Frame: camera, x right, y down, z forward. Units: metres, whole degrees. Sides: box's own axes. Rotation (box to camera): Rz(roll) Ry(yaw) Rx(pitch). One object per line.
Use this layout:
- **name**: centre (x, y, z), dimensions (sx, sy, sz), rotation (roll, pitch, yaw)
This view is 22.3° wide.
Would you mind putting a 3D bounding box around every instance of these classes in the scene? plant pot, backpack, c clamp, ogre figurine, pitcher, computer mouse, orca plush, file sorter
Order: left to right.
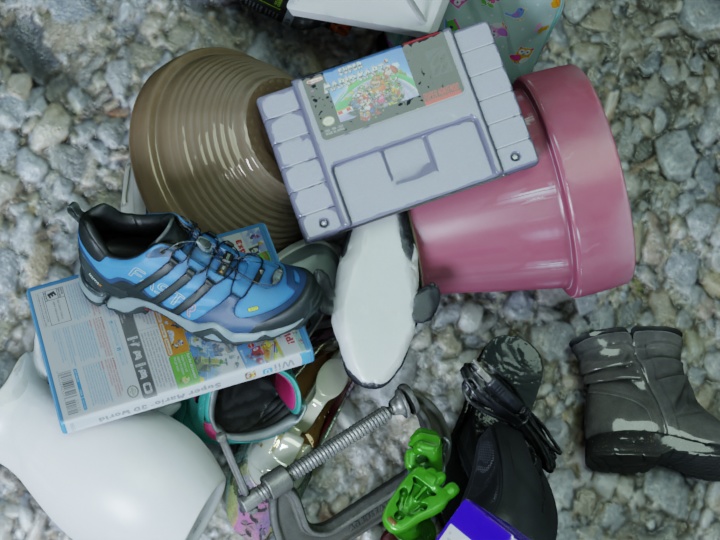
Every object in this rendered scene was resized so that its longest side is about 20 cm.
- **pitcher**: centre (-0.199, 0.130, 1.441), dimensions (0.200, 0.121, 0.172), rotation (29, 74, 7)
- **plant pot**: centre (-0.087, -0.100, 1.527), dimensions (0.201, 0.093, 0.201), rotation (16, 66, -39)
- **c clamp**: centre (-0.011, 0.156, 1.470), dimensions (0.200, 0.171, 0.027), rotation (-27, 38, -22)
- **orca plush**: centre (0.000, 0.000, 1.503), dimensions (0.105, 0.071, 0.200), rotation (-13, 82, -16)
- **file sorter**: centre (0.015, -0.315, 1.494), dimensions (0.139, 0.125, 0.200), rotation (14, 73, 27)
- **ogre figurine**: centre (0.039, 0.238, 1.458), dimensions (0.098, 0.120, 0.200), rotation (-9, 63, -9)
- **backpack**: centre (0.111, -0.242, 1.608), dimensions (0.167, 0.200, 0.127), rotation (8, 49, -15)
- **plant pot**: centre (0.122, -0.063, 1.570), dimensions (0.179, 0.200, 0.200), rotation (-14, 74, -3)
- **computer mouse**: centre (0.124, 0.173, 1.454), dimensions (0.139, 0.053, 0.200), rotation (48, 37, -32)

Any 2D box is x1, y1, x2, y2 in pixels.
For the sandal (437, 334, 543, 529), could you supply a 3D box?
- **sandal**: centre (0.112, 0.145, 1.557), dimensions (0.075, 0.048, 0.201), rotation (16, 67, -8)

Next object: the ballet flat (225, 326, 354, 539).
- **ballet flat**: centre (-0.051, 0.127, 1.508), dimensions (0.069, 0.071, 0.200), rotation (32, 66, -8)

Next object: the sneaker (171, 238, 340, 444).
- **sneaker**: centre (-0.071, 0.063, 1.471), dimensions (0.084, 0.121, 0.200), rotation (40, 83, -24)

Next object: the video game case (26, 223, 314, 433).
- **video game case**: centre (-0.151, 0.043, 1.429), dimensions (0.200, 0.018, 0.143), rotation (-16, 49, -8)

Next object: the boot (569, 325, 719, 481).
- **boot**: centre (0.286, 0.112, 1.609), dimensions (0.200, 0.070, 0.132), rotation (7, 63, -17)

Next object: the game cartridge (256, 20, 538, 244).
- **game cartridge**: centre (0.029, -0.113, 1.464), dimensions (0.200, 0.038, 0.130), rotation (-19, 88, -4)

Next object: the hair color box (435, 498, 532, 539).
- **hair color box**: centre (0.120, 0.263, 1.369), dimensions (0.200, 0.065, 0.109), rotation (36, 89, -43)

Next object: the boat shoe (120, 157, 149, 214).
- **boat shoe**: centre (-0.171, -0.015, 1.530), dimensions (0.072, 0.066, 0.200), rotation (10, 68, -46)

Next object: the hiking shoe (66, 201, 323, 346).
- **hiking shoe**: centre (-0.128, 0.001, 1.392), dimensions (0.200, 0.087, 0.074), rotation (8, 51, 12)

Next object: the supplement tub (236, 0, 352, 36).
- **supplement tub**: centre (-0.082, -0.294, 1.627), dimensions (0.200, 0.123, 0.123), rotation (26, 66, -5)
